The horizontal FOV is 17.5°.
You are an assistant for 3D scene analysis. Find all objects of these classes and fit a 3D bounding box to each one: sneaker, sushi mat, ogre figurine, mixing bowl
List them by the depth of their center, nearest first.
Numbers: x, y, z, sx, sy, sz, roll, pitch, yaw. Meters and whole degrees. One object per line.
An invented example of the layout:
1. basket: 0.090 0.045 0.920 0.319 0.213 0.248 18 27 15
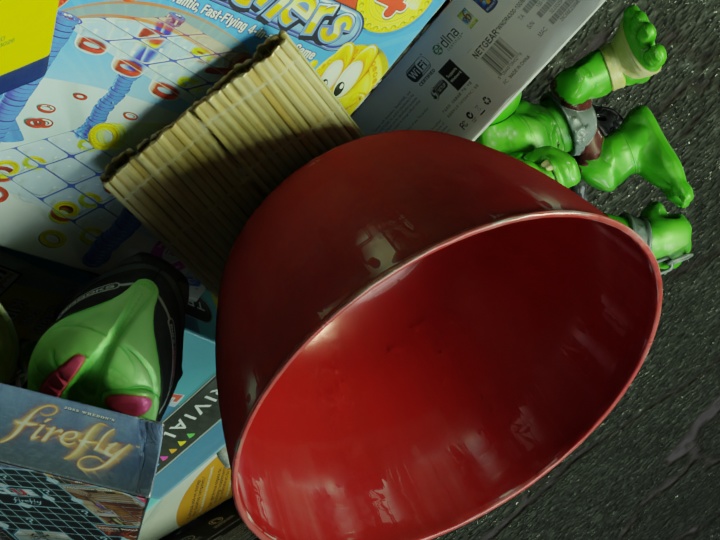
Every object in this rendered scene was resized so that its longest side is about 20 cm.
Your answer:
1. mixing bowl: 0.015 0.016 0.986 0.199 0.109 0.201 -20 142 -17
2. sushi mat: -0.030 -0.023 1.010 0.095 0.012 0.200 -35 145 4
3. sneaker: -0.113 0.058 1.012 0.084 0.077 0.200 -58 -174 -33
4. ogre figurine: 0.117 -0.075 1.337 0.119 0.098 0.201 -23 136 -8

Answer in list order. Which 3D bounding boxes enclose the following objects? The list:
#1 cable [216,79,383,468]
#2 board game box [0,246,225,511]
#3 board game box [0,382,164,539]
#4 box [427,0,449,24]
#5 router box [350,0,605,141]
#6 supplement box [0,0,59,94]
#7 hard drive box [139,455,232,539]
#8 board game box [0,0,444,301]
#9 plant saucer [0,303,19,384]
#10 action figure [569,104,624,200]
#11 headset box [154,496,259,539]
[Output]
1. cable: 0.000 0.000 1.247 0.200 0.069 0.202 -21 122 -61
2. board game box: -0.149 0.046 1.089 0.199 0.047 0.151 25 127 -39
3. board game box: -0.185 0.082 0.952 0.136 0.199 0.035 112 -8 -57
4. box: -0.009 -0.174 1.047 0.199 0.050 0.199 -22 152 -41
5. router box: 0.078 -0.126 1.065 0.180 0.049 0.200 -50 -178 -43
6. supplement box: -0.162 -0.146 0.760 0.109 0.109 0.201 -26 154 -31
7. hard drive box: -0.158 0.102 1.281 0.199 0.077 0.156 -28 154 -29
8. board game box: -0.088 -0.094 0.945 0.199 0.056 0.196 17 121 -47
9. plant saucer: -0.239 0.021 0.952 0.198 0.031 0.200 -5 151 -3
10. action figure: 0.101 -0.008 1.468 0.118 0.102 0.201 -21 147 -44
11. headset box: -0.087 0.184 1.394 0.199 0.093 0.174 -3 -159 46
